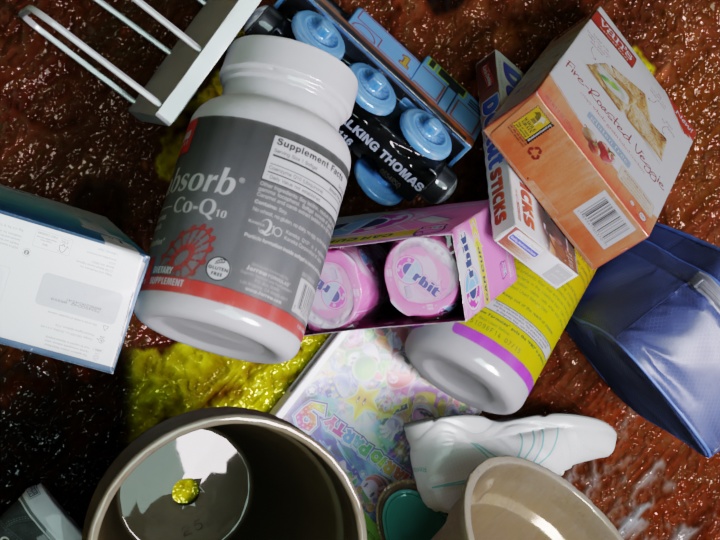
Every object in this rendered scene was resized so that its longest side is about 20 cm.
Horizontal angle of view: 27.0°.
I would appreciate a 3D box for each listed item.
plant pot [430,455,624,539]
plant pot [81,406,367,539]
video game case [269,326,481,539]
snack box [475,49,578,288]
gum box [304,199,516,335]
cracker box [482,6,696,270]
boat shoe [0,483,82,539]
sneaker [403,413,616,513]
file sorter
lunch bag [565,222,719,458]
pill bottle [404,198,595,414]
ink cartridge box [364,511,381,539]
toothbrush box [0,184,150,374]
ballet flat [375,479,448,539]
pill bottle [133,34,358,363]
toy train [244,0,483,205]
[{"bbox_3d":[0.093,0.273,1.123,0.200,0.201,0.183,34,121,-19],"label":"plant pot"},{"bbox_3d":[-0.115,0.184,1.107,0.200,0.174,0.200,-3,100,-18],"label":"plant pot"},{"bbox_3d":[0.024,0.102,1.222,0.143,0.018,0.200,40,85,-20],"label":"video game case"},{"bbox_3d":[0.123,-0.080,1.131,0.072,0.200,0.024,35,126,-31],"label":"snack box"},{"bbox_3d":[0.000,0.000,1.102,0.200,0.113,0.066,-6,102,26],"label":"gum box"},{"bbox_3d":[0.181,-0.106,1.146,0.058,0.200,0.134,-34,100,33],"label":"cracker box"},{"bbox_3d":[-0.203,0.253,1.140,0.057,0.069,0.200,-39,94,-12],"label":"boat shoe"},{"bbox_3d":[0.123,0.156,1.217,0.200,0.070,0.080,0,79,-30],"label":"sneaker"},{"bbox_3d":[-0.136,-0.220,1.060,0.124,0.139,0.200,36,86,-17],"label":"file sorter"},{"bbox_3d":[0.261,0.045,1.193,0.132,0.200,0.136,-42,111,-5],"label":"lunch bag"},{"bbox_3d":[0.124,0.006,1.184,0.104,0.104,0.200,38,71,-19],"label":"pill bottle"},{"bbox_3d":[-0.021,0.315,1.201,0.200,0.076,0.148,-42,112,-4],"label":"ink cartridge box"},{"bbox_3d":[-0.239,-0.007,1.024,0.146,0.200,0.085,17,95,-20],"label":"toothbrush box"},{"bbox_3d":[0.075,0.243,1.237,0.070,0.065,0.200,-28,108,12],"label":"ballet flat"},{"bbox_3d":[-0.072,-0.048,1.012,0.116,0.116,0.200,21,74,-20],"label":"pill bottle"},{"bbox_3d":[0.001,-0.135,1.132,0.200,0.114,0.087,41,126,-9],"label":"toy train"}]
